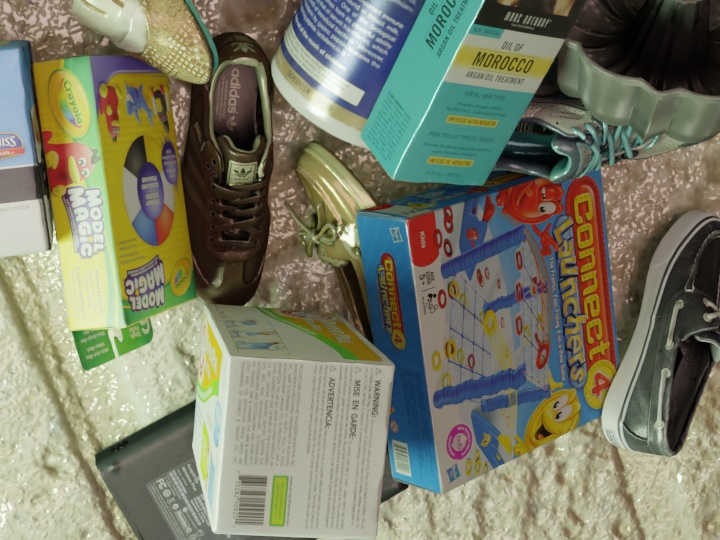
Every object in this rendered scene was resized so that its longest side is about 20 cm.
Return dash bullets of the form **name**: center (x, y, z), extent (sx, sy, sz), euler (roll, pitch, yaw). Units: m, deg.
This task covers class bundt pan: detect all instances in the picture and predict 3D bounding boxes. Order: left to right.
- **bundt pan**: center (0.212, -0.166, 0.885), extent (0.201, 0.202, 0.076), euler (-13, 146, -10)

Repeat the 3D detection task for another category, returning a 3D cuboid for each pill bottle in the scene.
- **pill bottle**: center (0.031, -0.189, 0.869), extent (0.115, 0.116, 0.200), euler (23, 119, -16)

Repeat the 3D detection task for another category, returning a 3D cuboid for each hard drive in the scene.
- **hard drive**: center (-0.079, 0.152, 0.992), extent (0.200, 0.033, 0.140), euler (-28, 106, -5)

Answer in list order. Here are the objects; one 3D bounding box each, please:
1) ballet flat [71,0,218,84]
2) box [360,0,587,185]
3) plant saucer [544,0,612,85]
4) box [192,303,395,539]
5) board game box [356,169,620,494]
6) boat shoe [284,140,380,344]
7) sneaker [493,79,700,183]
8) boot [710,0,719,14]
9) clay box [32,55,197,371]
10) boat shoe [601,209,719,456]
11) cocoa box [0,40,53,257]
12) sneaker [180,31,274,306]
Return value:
- **ballet flat**: center (-0.171, -0.194, 0.851), extent (0.065, 0.071, 0.200), euler (-29, 77, -34)
- **box**: center (0.081, -0.147, 0.815), extent (0.082, 0.049, 0.200), euler (0, 131, -37)
- **plant saucer**: center (0.126, -0.211, 0.953), extent (0.199, 0.036, 0.201), euler (-3, 103, -15)
- **box**: center (-0.052, 0.092, 0.864), extent (0.101, 0.200, 0.113), euler (4, 96, -11)
- **board game box**: center (0.100, 0.033, 0.953), extent (0.195, 0.056, 0.201), euler (-19, 107, -36)
- **boat shoe**: center (0.000, 0.000, 0.956), extent (0.063, 0.073, 0.200), euler (-32, 107, -7)
- **sneaker**: center (0.160, -0.093, 0.924), extent (0.199, 0.086, 0.078), euler (-3, 127, 5)
- **boot**: center (0.268, -0.200, 0.989), extent (0.075, 0.074, 0.200), euler (28, 93, -43)
- **clay box**: center (-0.159, -0.041, 0.877), extent (0.047, 0.115, 0.201), euler (-5, 97, 18)
- **boat shoe**: center (0.250, 0.047, 0.999), extent (0.072, 0.068, 0.200), euler (38, 71, -37)
- **cocoa box**: center (-0.305, -0.075, 0.840), extent (0.199, 0.133, 0.132), euler (-7, 103, -11)
- **sneaker**: center (-0.095, -0.066, 0.920), extent (0.070, 0.076, 0.201), euler (-2, 102, -12)
